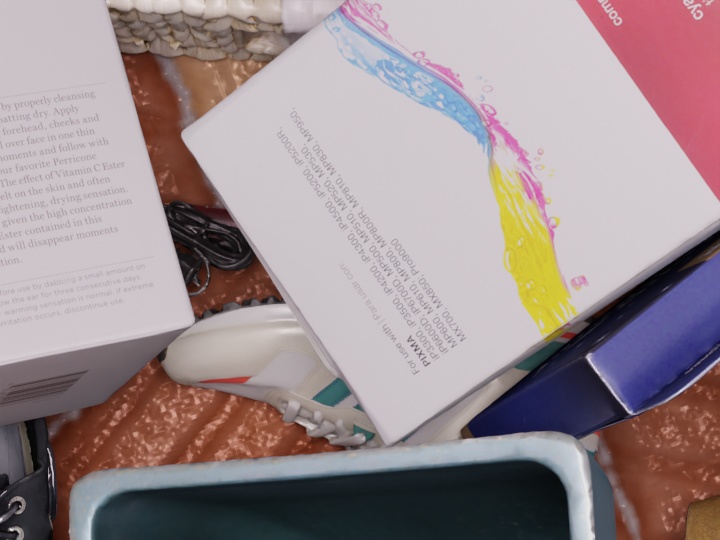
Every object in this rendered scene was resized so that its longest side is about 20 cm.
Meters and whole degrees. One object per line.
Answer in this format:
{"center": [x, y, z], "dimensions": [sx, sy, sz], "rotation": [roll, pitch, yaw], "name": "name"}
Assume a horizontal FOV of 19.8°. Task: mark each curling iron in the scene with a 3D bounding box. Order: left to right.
{"center": [0.000, 0.000, 0.919], "dimensions": [0.199, 0.026, 0.050], "rotation": [9, 50, -7], "name": "curling iron"}

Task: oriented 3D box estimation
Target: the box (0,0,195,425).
{"center": [-0.149, -0.049, 0.784], "dimensions": [0.097, 0.124, 0.201], "rotation": [-11, 77, -26], "name": "box"}

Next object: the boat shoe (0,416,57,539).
{"center": [-0.160, 0.085, 0.838], "dimensions": [0.074, 0.066, 0.200], "rotation": [1, 68, -2], "name": "boat shoe"}

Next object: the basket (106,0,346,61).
{"center": [-0.063, -0.189, 0.870], "dimensions": [0.123, 0.136, 0.201], "rotation": [-1, 87, -2], "name": "basket"}

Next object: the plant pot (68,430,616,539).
{"center": [0.019, 0.172, 0.817], "dimensions": [0.196, 0.200, 0.196], "rotation": [-6, 82, 16], "name": "plant pot"}

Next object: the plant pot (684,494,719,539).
{"center": [0.233, 0.156, 0.869], "dimensions": [0.199, 0.186, 0.187], "rotation": [5, 88, 9], "name": "plant pot"}

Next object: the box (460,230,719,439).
{"center": [0.116, 0.021, 0.789], "dimensions": [0.121, 0.200, 0.032], "rotation": [-37, 88, -18], "name": "box"}

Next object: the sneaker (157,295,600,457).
{"center": [0.011, 0.062, 0.898], "dimensions": [0.199, 0.070, 0.094], "rotation": [2, 82, -7], "name": "sneaker"}

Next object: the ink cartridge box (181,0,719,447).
{"center": [0.066, -0.056, 0.775], "dimensions": [0.200, 0.145, 0.145], "rotation": [-36, 86, 22], "name": "ink cartridge box"}
